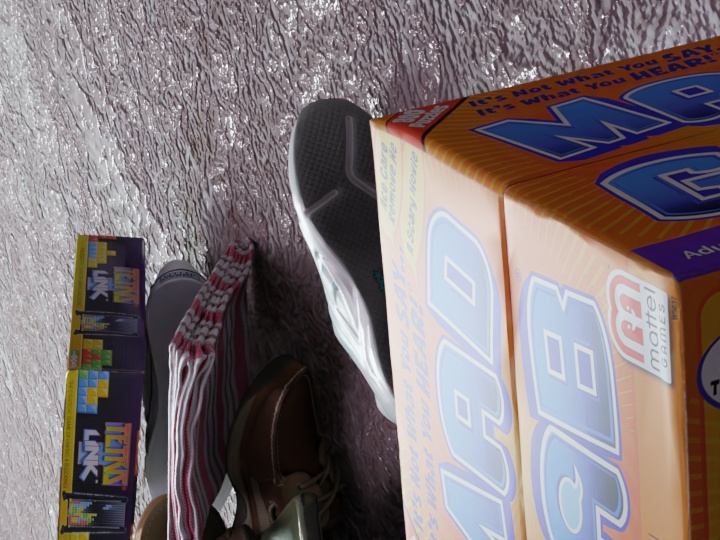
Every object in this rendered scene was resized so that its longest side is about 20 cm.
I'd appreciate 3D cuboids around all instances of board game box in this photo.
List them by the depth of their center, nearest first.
[{"bbox_3d":[0.142,0.041,0.778,0.200,0.199,0.201,33,133,57],"label":"board game box"},{"bbox_3d":[-0.184,0.092,1.548,0.200,0.056,0.166,-100,16,-61],"label":"board game box"}]

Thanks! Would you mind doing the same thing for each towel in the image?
[{"bbox_3d":[-0.093,0.080,1.437,0.200,0.030,0.147,-67,-18,-67],"label":"towel"}]

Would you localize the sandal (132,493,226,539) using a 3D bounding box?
[{"bbox_3d":[-0.125,0.200,1.514,0.069,0.078,0.212,17,168,32],"label":"sandal"}]

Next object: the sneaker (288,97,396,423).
[{"bbox_3d":[0.000,0.000,1.251,0.080,0.070,0.202,142,110,-68],"label":"sneaker"}]

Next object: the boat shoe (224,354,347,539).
[{"bbox_3d":[-0.042,0.145,1.449,0.074,0.076,0.201,24,135,22],"label":"boat shoe"}]

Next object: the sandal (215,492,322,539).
[{"bbox_3d":[-0.072,0.199,1.384,0.201,0.057,0.080,-39,53,55],"label":"sandal"}]

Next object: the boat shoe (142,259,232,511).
[{"bbox_3d":[-0.127,0.090,1.611,0.065,0.073,0.202,-107,20,-70],"label":"boat shoe"}]
